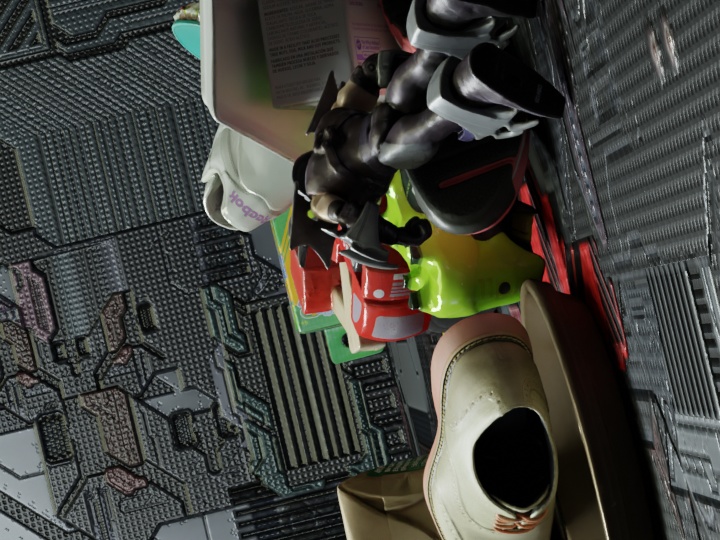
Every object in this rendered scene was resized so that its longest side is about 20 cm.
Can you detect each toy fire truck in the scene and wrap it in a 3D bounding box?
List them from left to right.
[{"bbox_3d":[0.000,0.000,1.669,0.200,0.049,0.142,-113,21,-54],"label":"toy fire truck"}]

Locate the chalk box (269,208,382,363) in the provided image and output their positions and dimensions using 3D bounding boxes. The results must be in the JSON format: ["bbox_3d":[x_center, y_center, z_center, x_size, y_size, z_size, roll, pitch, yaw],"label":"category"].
[{"bbox_3d":[-0.026,0.004,3.019,0.124,0.124,0.201,-152,47,-87],"label":"chalk box"}]

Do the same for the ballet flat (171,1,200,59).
[{"bbox_3d":[-0.046,-0.153,1.776,0.200,0.064,0.076,24,157,45],"label":"ballet flat"}]

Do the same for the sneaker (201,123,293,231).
[{"bbox_3d":[-0.071,-0.084,1.663,0.075,0.100,0.200,38,-171,-17],"label":"sneaker"}]

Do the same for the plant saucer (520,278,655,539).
[{"bbox_3d":[0.121,0.100,1.381,0.200,0.029,0.201,167,90,-88],"label":"plant saucer"}]

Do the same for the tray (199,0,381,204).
[{"bbox_3d":[-0.042,-0.108,1.509,0.200,0.022,0.108,25,-120,-60],"label":"tray"}]

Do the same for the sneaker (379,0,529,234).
[{"bbox_3d":[0.061,-0.085,1.445,0.087,0.073,0.201,66,-167,-46],"label":"sneaker"}]

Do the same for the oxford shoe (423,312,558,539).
[{"bbox_3d":[0.074,0.119,1.429,0.074,0.070,0.201,-111,7,-47],"label":"oxford shoe"}]

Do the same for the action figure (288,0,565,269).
[{"bbox_3d":[0.021,-0.070,1.330,0.200,0.069,0.131,-39,44,52],"label":"action figure"}]

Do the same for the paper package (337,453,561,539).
[{"bbox_3d":[0.074,0.205,1.621,0.200,0.103,0.192,13,-117,-74],"label":"paper package"}]

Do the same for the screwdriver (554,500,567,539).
[{"bbox_3d":[0.123,0.160,1.619,0.029,0.028,0.201,112,146,-60],"label":"screwdriver"}]

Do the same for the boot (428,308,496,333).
[{"bbox_3d":[0.043,-0.084,1.695,0.200,0.068,0.189,-105,3,-50],"label":"boot"}]

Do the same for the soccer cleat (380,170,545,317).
[{"bbox_3d":[0.054,-0.032,1.501,0.200,0.081,0.068,-108,17,-59],"label":"soccer cleat"}]

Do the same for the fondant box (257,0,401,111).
[{"bbox_3d":[-0.008,-0.193,1.516,0.144,0.058,0.201,-5,-93,-64],"label":"fondant box"}]
